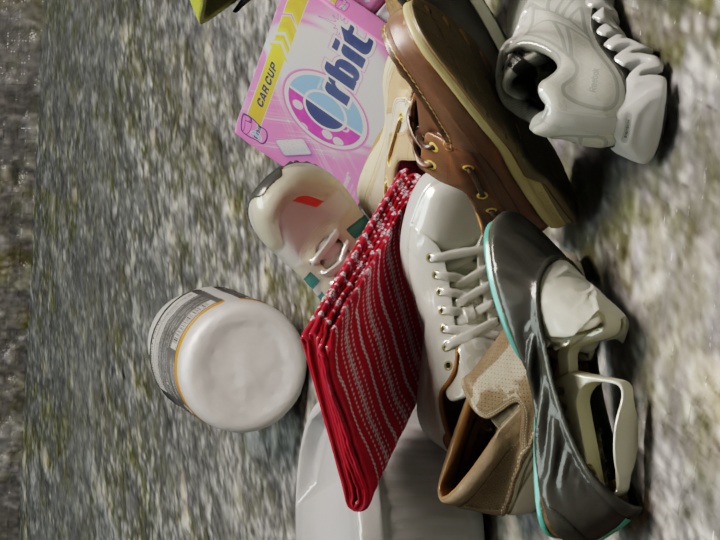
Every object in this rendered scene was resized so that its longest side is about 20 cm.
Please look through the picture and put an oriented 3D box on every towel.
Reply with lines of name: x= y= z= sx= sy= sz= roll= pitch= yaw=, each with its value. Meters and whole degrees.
towel: x=0.017 y=0.045 z=1.658 sx=0.200 sy=0.022 sz=0.145 roll=-60 pitch=-36 yaw=-48

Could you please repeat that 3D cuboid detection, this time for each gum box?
gum box: x=-0.010 y=-0.143 z=1.817 sx=0.066 sy=0.113 sz=0.200 roll=-50 pitch=-9 yaw=-35

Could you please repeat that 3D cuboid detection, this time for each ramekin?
ramekin: x=0.021 y=0.188 z=1.751 sx=0.202 sy=0.094 sz=0.204 roll=178 pitch=90 yaw=-76

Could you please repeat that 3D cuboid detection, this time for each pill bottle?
pill bottle: x=-0.125 y=0.075 z=2.236 sx=0.200 sy=0.116 sz=0.117 roll=-164 pitch=75 yaw=-74

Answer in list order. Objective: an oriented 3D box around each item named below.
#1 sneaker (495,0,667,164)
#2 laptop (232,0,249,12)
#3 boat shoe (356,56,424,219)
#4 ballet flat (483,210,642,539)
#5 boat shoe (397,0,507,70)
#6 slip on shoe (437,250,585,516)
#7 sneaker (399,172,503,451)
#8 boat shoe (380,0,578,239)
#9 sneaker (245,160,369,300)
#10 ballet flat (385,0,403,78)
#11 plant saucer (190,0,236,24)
sneaker: x=0.113 y=-0.126 z=1.473 sx=0.200 sy=0.081 sz=0.076 roll=-119 pitch=32 yaw=-63
laptop: x=-0.062 y=-0.312 z=1.890 sx=0.103 sy=0.200 sz=0.178 roll=21 pitch=70 yaw=42
boat shoe: x=0.052 y=-0.095 z=1.720 sx=0.201 sy=0.073 sz=0.069 roll=104 pitch=147 yaw=-43
ballet flat: x=0.126 y=0.057 z=1.456 sx=0.068 sy=0.068 sz=0.201 roll=-17 pitch=82 yaw=36
boat shoe: x=0.051 y=-0.157 z=1.565 sx=0.072 sy=0.060 sz=0.201 roll=60 pitch=-179 yaw=42
slip on shoe: x=0.095 y=0.074 z=1.565 sx=0.076 sy=0.060 sz=0.201 roll=-106 pitch=23 yaw=-44
sneaker: x=0.074 y=0.033 z=1.637 sx=0.085 sy=0.072 sz=0.201 roll=-133 pitch=34 yaw=-64
boat shoe: x=0.060 y=-0.079 z=1.483 sx=0.200 sy=0.067 sz=0.072 roll=49 pitch=-158 yaw=-45
sneaker: x=0.000 y=0.001 z=1.753 sx=0.093 sy=0.070 sz=0.200 roll=38 pitch=171 yaw=45
ballet flat: x=0.050 y=-0.225 z=1.628 sx=0.072 sy=0.068 sz=0.201 roll=27 pitch=104 yaw=32
plant saucer: x=-0.071 y=-0.319 z=1.947 sx=0.048 sy=0.200 sz=0.201 roll=31 pitch=134 yaw=18
